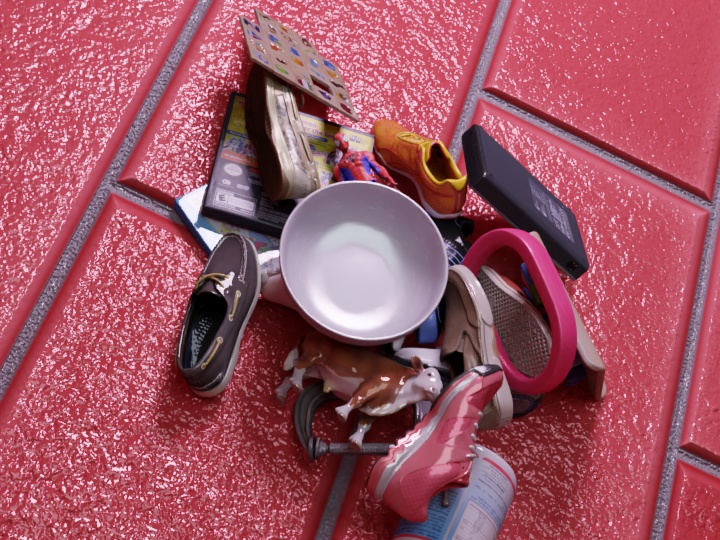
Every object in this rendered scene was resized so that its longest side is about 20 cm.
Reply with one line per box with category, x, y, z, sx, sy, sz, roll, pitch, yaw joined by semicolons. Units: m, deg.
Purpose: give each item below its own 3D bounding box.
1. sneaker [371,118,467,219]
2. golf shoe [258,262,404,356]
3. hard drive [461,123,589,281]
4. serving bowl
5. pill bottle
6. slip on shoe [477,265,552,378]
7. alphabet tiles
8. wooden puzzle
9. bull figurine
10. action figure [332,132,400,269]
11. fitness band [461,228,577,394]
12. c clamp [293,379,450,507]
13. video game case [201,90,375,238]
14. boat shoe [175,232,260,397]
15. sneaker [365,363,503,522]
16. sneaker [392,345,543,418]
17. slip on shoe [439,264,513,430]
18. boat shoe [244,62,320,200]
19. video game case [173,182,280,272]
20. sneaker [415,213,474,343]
sneaker;0.082;-0.149;1.613;0.072;0.078;0.200;-15;43;-31
golf shoe;-0.031;0.049;1.491;0.197;0.078;0.099;9;66;-14
hard drive;0.212;-0.090;1.603;0.199;0.033;0.140;40;26;-23
serving bowl;0.000;0.000;1.434;0.196;0.066;0.203;4;63;-8
pill bottle;0.093;0.298;1.377;0.108;0.109;0.201;31;57;-1
slip on shoe;0.195;0.062;1.530;0.060;0.075;0.200;14;24;-32
alphabet tiles;-0.086;-0.277;1.610;0.166;0.008;0.201;27;23;-27
wooden puzzle;0.246;0.065;1.534;0.046;0.200;0.187;-26;70;5
bull figurine;-0.003;0.129;1.406;0.198;0.066;0.121;24;49;32
action figure;0.015;-0.091;1.532;0.065;0.052;0.202;-29;64;0
fitness band;0.184;0.049;1.458;0.037;0.144;0.202;1;57;-39
c clamp;0.014;0.182;1.407;0.196;0.027;0.172;3;46;12
video game case;-0.088;-0.122;1.569;0.197;0.026;0.183;16;59;-10
boat shoe;-0.165;0.041;1.431;0.071;0.061;0.204;-1;62;20
sneaker;0.098;0.190;1.340;0.087;0.074;0.200;41;75;18
sneaker;0.127;0.123;1.519;0.197;0.075;0.088;13;46;-20
slip on shoe;0.121;0.089;1.442;0.060;0.076;0.203;-8;71;-17
boat shoe;-0.098;-0.176;1.540;0.062;0.073;0.203;1;65;-28
video game case;-0.115;-0.070;1.556;0.199;0.018;0.144;-30;77;-30
sneaker;0.106;0.005;1.546;0.076;0.071;0.202;3;52;2
